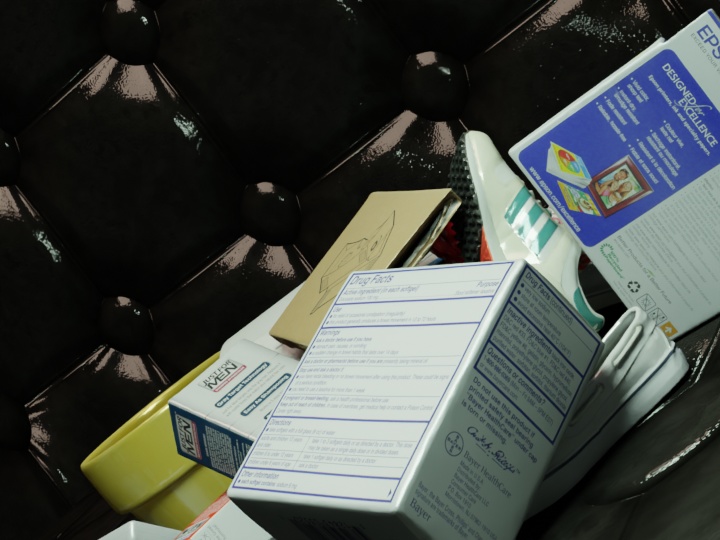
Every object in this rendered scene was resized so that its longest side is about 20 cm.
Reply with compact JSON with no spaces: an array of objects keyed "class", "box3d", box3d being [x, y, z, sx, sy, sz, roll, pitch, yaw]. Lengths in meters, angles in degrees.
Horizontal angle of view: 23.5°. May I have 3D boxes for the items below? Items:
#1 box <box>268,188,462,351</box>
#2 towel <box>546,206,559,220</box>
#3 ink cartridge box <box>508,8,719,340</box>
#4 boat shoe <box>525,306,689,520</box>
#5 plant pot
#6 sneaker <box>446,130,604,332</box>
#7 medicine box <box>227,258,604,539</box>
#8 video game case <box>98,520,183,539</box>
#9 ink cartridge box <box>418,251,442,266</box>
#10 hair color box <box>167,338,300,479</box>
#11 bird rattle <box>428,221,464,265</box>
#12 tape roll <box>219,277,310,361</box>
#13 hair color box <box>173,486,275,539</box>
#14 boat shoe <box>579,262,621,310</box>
[{"class":"box","box3d":[0.000,0.000,1.449,0.164,0.021,0.200,-53,14,-9]},{"class":"towel","box3d":[0.228,-0.018,1.607,0.146,0.030,0.200,7,23,19]},{"class":"ink cartridge box","box3d":[0.246,-0.068,1.296,0.200,0.198,0.047,-35,5,31]},{"class":"boat shoe","box3d":[0.143,0.103,1.209,0.200,0.065,0.074,-40,5,-26]},{"class":"plant pot","box3d":[-0.147,0.207,1.737,0.201,0.189,0.201,-37,3,2]},{"class":"sneaker","box3d":[0.134,-0.024,1.381,0.093,0.200,0.070,-8,-28,-16]},{"class":"medicine box","box3d":[0.038,0.101,1.170,0.182,0.103,0.200,-4,49,51]},{"class":"video game case","box3d":[-0.180,0.278,1.527,0.200,0.182,0.024,-33,50,41]},{"class":"ink cartridge box","box3d":[0.121,0.034,1.613,0.084,0.146,0.200,-36,4,33]},{"class":"hair color box","box3d":[-0.048,0.134,1.401,0.200,0.061,0.100,21,43,32]},{"class":"bird rattle","box3d":[0.076,0.041,1.463,0.112,0.163,0.200,-20,25,45]},{"class":"tape roll","box3d":[-0.016,0.108,1.621,0.139,0.203,0.203,-36,4,17]},{"class":"hair color box","box3d":[-0.059,0.212,1.447,0.200,0.111,0.064,-42,5,-38]},{"class":"boat shoe","box3d":[0.213,-0.017,1.478,0.200,0.072,0.070,-22,34,-32]}]
